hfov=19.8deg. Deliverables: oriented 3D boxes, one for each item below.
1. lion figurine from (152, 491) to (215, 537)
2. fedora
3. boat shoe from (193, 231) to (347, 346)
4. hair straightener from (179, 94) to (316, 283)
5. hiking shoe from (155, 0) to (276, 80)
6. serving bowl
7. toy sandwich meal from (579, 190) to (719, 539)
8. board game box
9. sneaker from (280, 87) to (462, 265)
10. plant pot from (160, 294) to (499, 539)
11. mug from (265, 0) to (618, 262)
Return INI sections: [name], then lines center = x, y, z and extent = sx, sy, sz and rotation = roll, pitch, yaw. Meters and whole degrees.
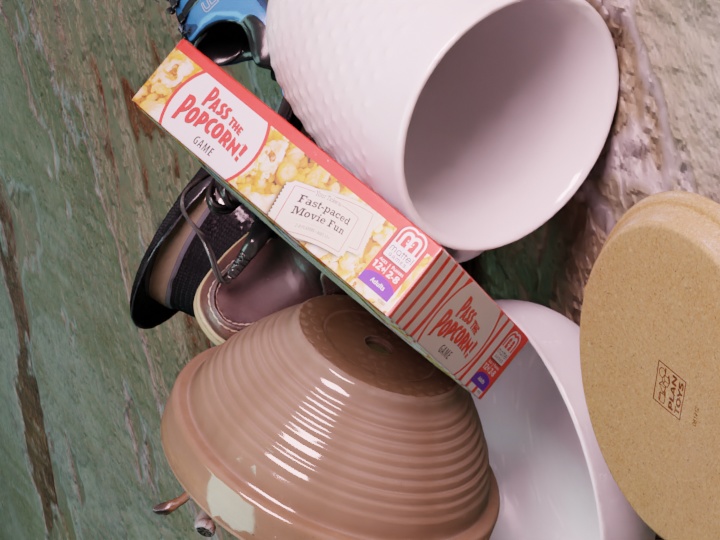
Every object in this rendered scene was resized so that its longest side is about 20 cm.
[lion figurine]
center = -0.064, 0.119, 1.509
extent = 0.199, 0.123, 0.072
rotation = -11, 137, 36
[fedora]
center = -0.088, -0.012, 1.558
extent = 0.091, 0.201, 0.201
rotation = 37, 147, 11
[boat shoe]
center = -0.012, -0.022, 1.251
extent = 0.072, 0.199, 0.072
rotation = 57, 158, 12
[hair straightener]
center = -0.061, -0.068, 1.269
extent = 0.041, 0.076, 0.201
rotation = 85, -158, -47
[hiking shoe]
center = -0.101, -0.177, 1.325
extent = 0.199, 0.074, 0.087
rotation = 17, 75, 45
[serving bowl]
center = 0.115, 0.109, 1.192
extent = 0.200, 0.065, 0.202
rotation = 166, 90, -68
[toy sandwich meal]
center = 0.176, 0.054, 1.012
extent = 0.205, 0.070, 0.207
rotation = 34, 129, 56
[board game box]
center = -0.015, -0.025, 1.102
extent = 0.200, 0.046, 0.151
rotation = 40, 179, 28
[sneaker]
center = 0.001, -0.059, 1.352
extent = 0.077, 0.084, 0.201
rotation = 116, 135, -59
[plant pot]
center = -0.004, 0.079, 1.152
extent = 0.201, 0.199, 0.093
rotation = 53, 129, 45
[mug]
center = 0.033, -0.094, 1.141
extent = 0.175, 0.147, 0.201
rotation = 39, 147, 44
